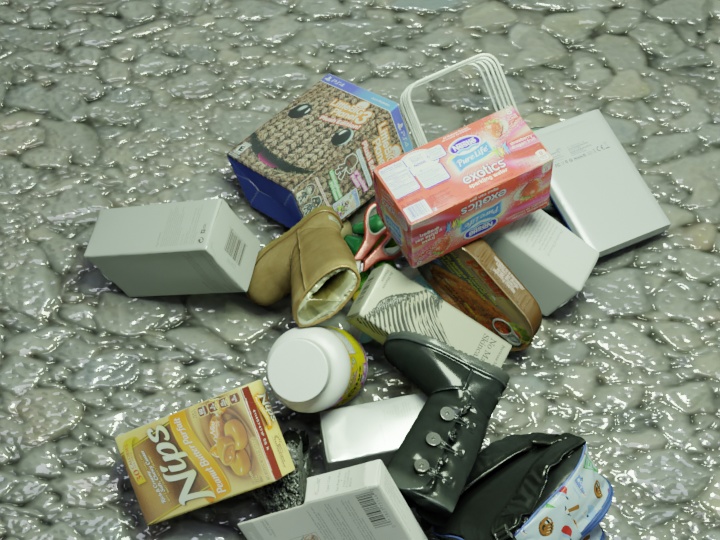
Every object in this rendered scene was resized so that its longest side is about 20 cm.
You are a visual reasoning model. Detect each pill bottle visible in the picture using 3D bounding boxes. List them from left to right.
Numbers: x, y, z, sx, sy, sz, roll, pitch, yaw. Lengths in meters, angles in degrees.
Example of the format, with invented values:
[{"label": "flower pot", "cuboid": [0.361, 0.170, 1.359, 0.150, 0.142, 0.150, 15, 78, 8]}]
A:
[{"label": "pill bottle", "cuboid": [-0.056, 0.120, 1.545, 0.103, 0.200, 0.105, 0, 87, 10]}]

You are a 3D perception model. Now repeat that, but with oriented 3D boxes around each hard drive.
[{"label": "hard drive", "cuboid": [0.323, -0.121, 1.748, 0.131, 0.025, 0.201, -20, 68, -18]}]

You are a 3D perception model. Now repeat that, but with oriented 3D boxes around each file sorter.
[{"label": "file sorter", "cuboid": [0.133, -0.212, 1.705, 0.138, 0.200, 0.125, -23, 96, 1]}]

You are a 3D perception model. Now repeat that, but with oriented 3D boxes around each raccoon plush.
[{"label": "raccoon plush", "cuboid": [-0.135, 0.266, 1.543, 0.133, 0.097, 0.202, -1, 61, 8]}]

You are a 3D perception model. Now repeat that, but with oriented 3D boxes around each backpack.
[{"label": "backpack", "cuboid": [0.202, 0.283, 1.476, 0.191, 0.200, 0.154, -46, 112, -18]}]

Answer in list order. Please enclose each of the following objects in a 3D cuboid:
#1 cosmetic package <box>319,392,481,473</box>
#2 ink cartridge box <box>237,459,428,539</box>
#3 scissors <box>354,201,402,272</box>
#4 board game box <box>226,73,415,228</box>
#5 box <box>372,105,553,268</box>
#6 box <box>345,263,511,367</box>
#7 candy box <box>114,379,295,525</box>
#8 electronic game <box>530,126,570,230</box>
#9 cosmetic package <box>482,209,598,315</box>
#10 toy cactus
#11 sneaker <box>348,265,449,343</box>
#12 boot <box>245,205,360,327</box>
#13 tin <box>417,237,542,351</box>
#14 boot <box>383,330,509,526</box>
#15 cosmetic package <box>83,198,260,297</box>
[{"label": "cosmetic package", "cuboid": [0.050, 0.206, 1.567, 0.198, 0.102, 0.075, -8, 61, -6]}, {"label": "ink cartridge box", "cuboid": [-0.018, 0.317, 1.442, 0.175, 0.201, 0.045, -18, 33, 16]}, {"label": "scissors", "cuboid": [0.000, 0.000, 1.637, 0.073, 0.014, 0.201, 33, 80, -4]}, {"label": "board game box", "cuboid": [-0.052, -0.157, 1.734, 0.200, 0.097, 0.159, -41, 44, -20]}, {"label": "box", "cuboid": [0.124, -0.102, 1.538, 0.199, 0.095, 0.103, -26, 58, -13]}, {"label": "box", "cuboid": [0.086, 0.079, 1.608, 0.199, 0.068, 0.083, 31, 74, -10]}, {"label": "candy box", "cuboid": [-0.187, 0.219, 1.506, 0.199, 0.055, 0.116, -23, 86, 26]}, {"label": "electronic game", "cuboid": [0.265, -0.117, 1.776, 0.198, 0.042, 0.202, 0, 61, 0]}, {"label": "cosmetic package", "cuboid": [0.201, -0.038, 1.658, 0.199, 0.102, 0.074, 35, 61, -5]}, {"label": "toy cactus", "cuboid": [-0.005, -0.033, 1.715, 0.200, 0.103, 0.165, -42, 50, -18]}, {"label": "sneaker", "cuboid": [0.077, 0.044, 1.670, 0.199, 0.074, 0.082, -37, 64, -17]}, {"label": "boot", "cuboid": [-0.079, 0.014, 1.574, 0.066, 0.175, 0.200, 35, 17, -21]}, {"label": "tin", "cuboid": [0.152, 0.021, 1.614, 0.200, 0.112, 0.042, 48, 61, -15]}, {"label": "boot", "cuboid": [0.067, 0.181, 1.485, 0.164, 0.066, 0.201, 18, 61, 18]}, {"label": "cosmetic package", "cuboid": [-0.245, -0.027, 1.647, 0.198, 0.113, 0.082, -1, 59, 27]}]
